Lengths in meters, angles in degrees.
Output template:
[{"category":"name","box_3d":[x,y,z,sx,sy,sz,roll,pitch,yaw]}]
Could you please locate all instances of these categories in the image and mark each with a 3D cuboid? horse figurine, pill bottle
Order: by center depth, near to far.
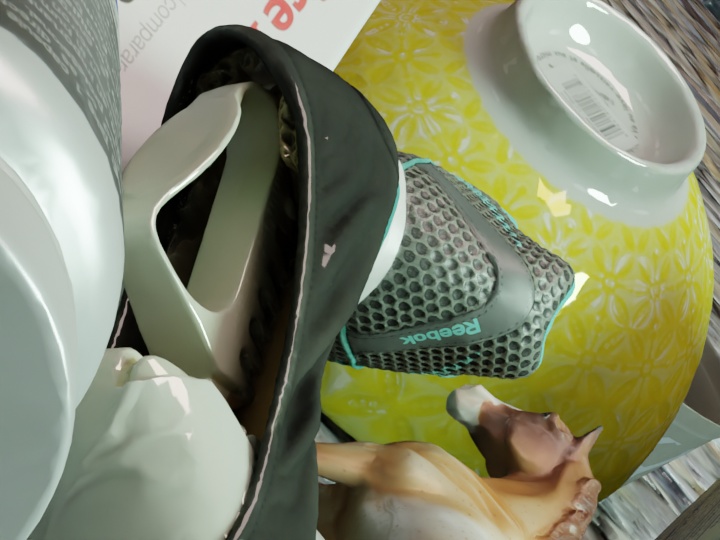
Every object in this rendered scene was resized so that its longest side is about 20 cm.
[{"category":"pill bottle","box_3d":[-0.103,-0.019,0.573,0.114,0.114,0.200,43,14,-21]},{"category":"horse figurine","box_3d":[0.002,0.072,0.718,0.132,0.050,0.200,25,19,-10]}]

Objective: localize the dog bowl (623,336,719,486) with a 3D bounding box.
[{"category":"dog bowl","box_3d":[0.064,0.002,1.148,0.200,0.059,0.200,45,13,-14]}]

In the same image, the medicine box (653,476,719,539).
[{"category":"medicine box","box_3d":[0.197,0.124,0.925,0.182,0.103,0.200,49,-30,2]}]

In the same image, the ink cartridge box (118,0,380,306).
[{"category":"ink cartridge box","box_3d":[-0.099,-0.098,0.743,0.200,0.084,0.146,44,47,-14]}]

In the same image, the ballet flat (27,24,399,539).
[{"category":"ballet flat","box_3d":[-0.041,0.026,0.627,0.068,0.068,0.201,53,35,-38]}]

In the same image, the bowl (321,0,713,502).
[{"category":"bowl","box_3d":[0.051,-0.030,0.968,0.199,0.108,0.201,28,37,-23]}]

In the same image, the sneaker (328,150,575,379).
[{"category":"sneaker","box_3d":[0.000,0.000,0.817,0.091,0.078,0.200,24,1,-14]}]
